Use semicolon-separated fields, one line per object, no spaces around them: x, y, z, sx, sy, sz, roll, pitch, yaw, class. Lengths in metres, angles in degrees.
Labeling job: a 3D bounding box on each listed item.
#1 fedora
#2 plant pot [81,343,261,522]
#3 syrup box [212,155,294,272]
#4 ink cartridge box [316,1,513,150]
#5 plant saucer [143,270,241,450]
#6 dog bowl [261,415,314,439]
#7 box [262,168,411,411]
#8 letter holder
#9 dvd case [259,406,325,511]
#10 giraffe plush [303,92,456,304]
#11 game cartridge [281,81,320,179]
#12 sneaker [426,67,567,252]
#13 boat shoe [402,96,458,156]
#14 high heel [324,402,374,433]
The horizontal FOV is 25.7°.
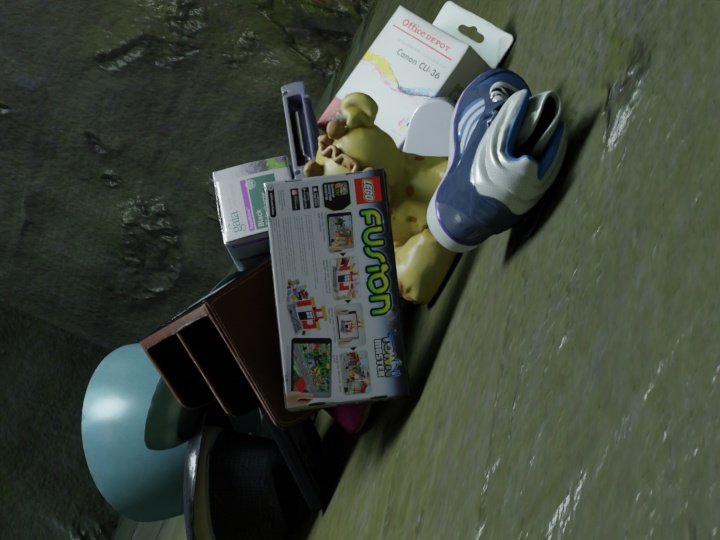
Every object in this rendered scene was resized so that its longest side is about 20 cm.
-0.113;0.227;1.594;0.201;0.091;0.201;0;-90;-80;fedora
-0.190;0.172;1.743;0.134;0.200;0.201;-11;44;33;plant pot
-0.091;-0.038;1.627;0.200;0.081;0.079;75;-177;-70;syrup box
0.059;-0.200;1.684;0.116;0.067;0.200;36;92;37;ink cartridge box
-0.153;0.096;1.584;0.200;0.027;0.200;-59;-13;-22;plant saucer
-0.111;0.206;1.873;0.201;0.059;0.200;-62;10;19;dog bowl
-0.020;0.017;1.381;0.035;0.110;0.201;63;-159;-82;box
-0.081;0.067;1.474;0.100;0.142;0.200;-29;5;39;letter holder
-0.074;0.147;1.603;0.017;0.143;0.200;-24;13;3;dvd case
0.024;-0.076;1.480;0.173;0.162;0.200;-67;8;-17;giraffe plush
-0.047;-0.092;1.623;0.200;0.038;0.130;-101;-6;-55;game cartridge
0.130;-0.115;1.270;0.146;0.080;0.200;-42;20;50;sneaker
0.059;-0.084;1.625;0.068;0.072;0.201;-24;-47;-70;boat shoe
-0.036;0.106;1.563;0.068;0.096;0.200;-64;8;5;high heel
